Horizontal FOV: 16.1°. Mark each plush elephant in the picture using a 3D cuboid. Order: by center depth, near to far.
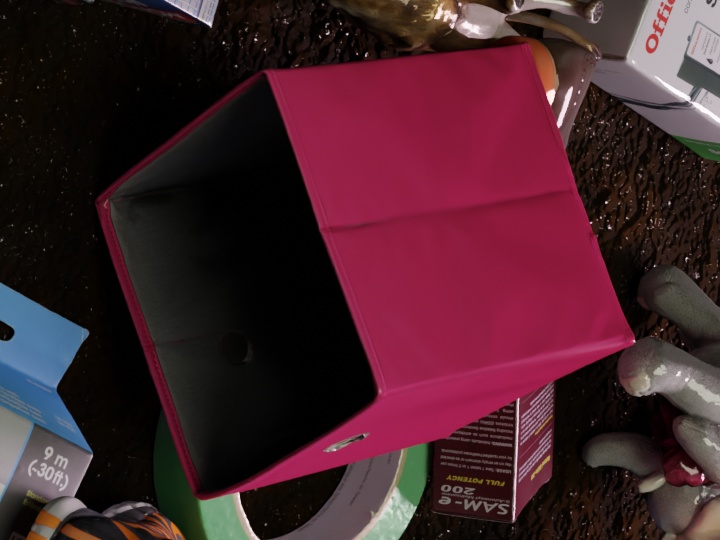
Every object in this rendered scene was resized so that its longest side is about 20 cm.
[{"bbox_3d":[0.236,0.121,1.821,0.200,0.165,0.155,32,118,-11],"label":"plush elephant"}]

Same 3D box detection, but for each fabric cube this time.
[{"bbox_3d":[0.000,0.000,1.477,0.199,0.196,0.200,-10,75,-40],"label":"fabric cube"}]

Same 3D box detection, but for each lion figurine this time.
[{"bbox_3d":[0.065,-0.164,1.621,0.200,0.122,0.073,15,90,-59],"label":"lion figurine"}]

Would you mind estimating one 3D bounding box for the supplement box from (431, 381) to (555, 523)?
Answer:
[{"bbox_3d":[0.091,0.055,1.687,0.109,0.061,0.201,-32,125,-69],"label":"supplement box"}]

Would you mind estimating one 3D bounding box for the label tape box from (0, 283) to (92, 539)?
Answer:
[{"bbox_3d":[-0.229,0.102,1.430,0.143,0.066,0.200,33,79,-43],"label":"label tape box"}]

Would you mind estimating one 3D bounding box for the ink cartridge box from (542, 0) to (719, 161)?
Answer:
[{"bbox_3d":[0.235,-0.176,1.775,0.200,0.083,0.147,27,82,-42],"label":"ink cartridge box"}]

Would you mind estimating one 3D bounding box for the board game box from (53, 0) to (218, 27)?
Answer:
[{"bbox_3d":[-0.172,-0.189,1.350,0.200,0.200,0.062,22,86,-58],"label":"board game box"}]

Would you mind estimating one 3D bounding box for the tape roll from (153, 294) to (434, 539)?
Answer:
[{"bbox_3d":[-0.039,0.110,1.619,0.200,0.048,0.201,-13,109,-41],"label":"tape roll"}]

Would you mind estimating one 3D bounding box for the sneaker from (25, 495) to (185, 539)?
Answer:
[{"bbox_3d":[-0.116,0.186,1.480,0.078,0.112,0.200,-68,163,0],"label":"sneaker"}]

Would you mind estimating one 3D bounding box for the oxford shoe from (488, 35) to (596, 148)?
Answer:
[{"bbox_3d":[0.087,-0.057,1.576,0.072,0.071,0.200,-6,137,-41],"label":"oxford shoe"}]
